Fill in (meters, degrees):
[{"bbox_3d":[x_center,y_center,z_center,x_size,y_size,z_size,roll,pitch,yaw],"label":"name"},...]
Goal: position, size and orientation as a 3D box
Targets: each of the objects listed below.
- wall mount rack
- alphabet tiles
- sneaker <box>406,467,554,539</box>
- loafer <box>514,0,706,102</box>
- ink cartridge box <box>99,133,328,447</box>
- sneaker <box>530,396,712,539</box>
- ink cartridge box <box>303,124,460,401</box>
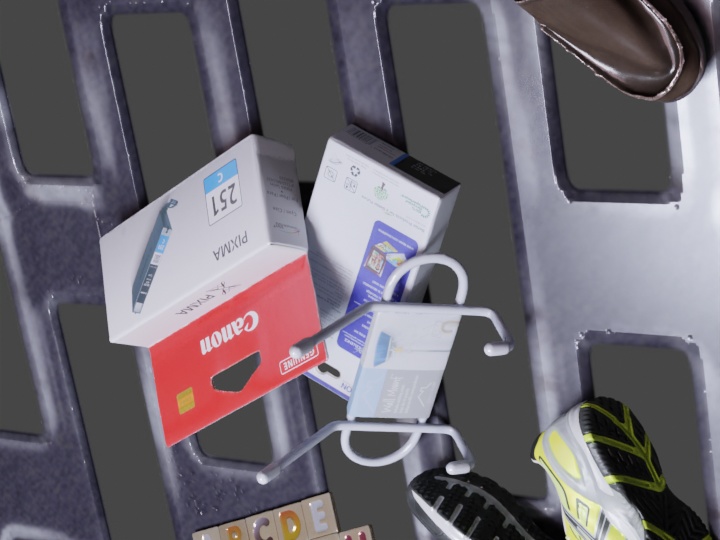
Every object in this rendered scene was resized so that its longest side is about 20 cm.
[{"bbox_3d":[0.013,0.085,1.289,0.075,0.174,0.200,-114,32,-51],"label":"wall mount rack"},{"bbox_3d":[-0.055,0.279,1.476,0.200,0.008,0.167,-22,75,38],"label":"alphabet tiles"},{"bbox_3d":[0.112,0.227,1.345,0.200,0.074,0.080,37,129,13],"label":"sneaker"},{"bbox_3d":[0.131,-0.175,1.141,0.200,0.071,0.073,41,128,9],"label":"loafer"},{"bbox_3d":[-0.116,0.018,1.355,0.200,0.045,0.176,-31,60,39],"label":"ink cartridge box"},{"bbox_3d":[0.194,0.188,1.282,0.076,0.075,0.200,-29,85,46],"label":"sneaker"},{"bbox_3d":[0.000,0.000,1.330,0.099,0.039,0.200,30,124,17],"label":"ink cartridge box"}]
